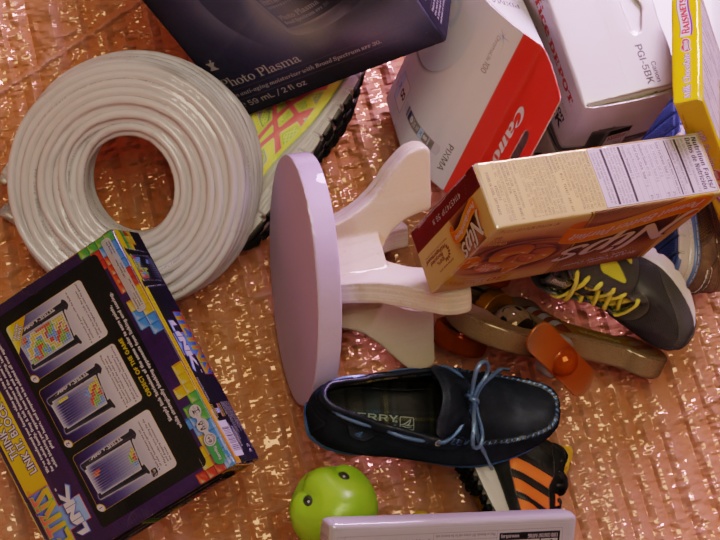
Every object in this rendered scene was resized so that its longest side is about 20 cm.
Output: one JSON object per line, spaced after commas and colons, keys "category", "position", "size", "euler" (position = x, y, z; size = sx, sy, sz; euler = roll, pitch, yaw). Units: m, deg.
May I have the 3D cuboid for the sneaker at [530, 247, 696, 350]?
{"category": "sneaker", "position": [0.180, 0.003, 1.335], "size": [0.200, 0.075, 0.085], "euler": [41, 46, -2]}

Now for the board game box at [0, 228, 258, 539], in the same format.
{"category": "board game box", "position": [-0.196, 0.097, 1.259], "size": [0.164, 0.057, 0.201], "euler": [-31, 81, 13]}

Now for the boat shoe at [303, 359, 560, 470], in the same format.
{"category": "boat shoe", "position": [0.059, 0.111, 1.259], "size": [0.197, 0.069, 0.085], "euler": [-6, 65, -12]}

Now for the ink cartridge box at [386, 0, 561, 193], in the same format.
{"category": "ink cartridge box", "position": [0.084, -0.136, 1.320], "size": [0.047, 0.161, 0.201], "euler": [12, 38, -21]}

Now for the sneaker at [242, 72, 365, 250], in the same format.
{"category": "sneaker", "position": [-0.068, -0.119, 1.378], "size": [0.090, 0.078, 0.201], "euler": [34, 71, 7]}

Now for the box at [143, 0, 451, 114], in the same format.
{"category": "box", "position": [-0.061, -0.248, 1.284], "size": [0.198, 0.199, 0.124], "euler": [-18, 43, 27]}

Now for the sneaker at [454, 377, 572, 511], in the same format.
{"category": "sneaker", "position": [0.137, 0.176, 1.309], "size": [0.089, 0.070, 0.202], "euler": [-22, 74, -11]}

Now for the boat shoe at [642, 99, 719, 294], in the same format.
{"category": "boat shoe", "position": [0.277, -0.069, 1.418], "size": [0.072, 0.072, 0.202], "euler": [15, 64, -23]}

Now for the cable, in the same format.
{"category": "cable", "position": [-0.177, -0.071, 1.310], "size": [0.199, 0.069, 0.201], "euler": [35, 102, 2]}

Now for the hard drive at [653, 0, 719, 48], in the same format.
{"category": "hard drive", "position": [0.259, -0.275, 1.501], "size": [0.130, 0.026, 0.202], "euler": [7, 71, -5]}

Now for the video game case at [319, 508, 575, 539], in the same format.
{"category": "video game case", "position": [0.058, 0.265, 1.198], "size": [0.198, 0.022, 0.185], "euler": [2, 97, -25]}

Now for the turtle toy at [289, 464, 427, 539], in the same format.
{"category": "turtle toy", "position": [0.015, 0.237, 1.256], "size": [0.145, 0.101, 0.201], "euler": [-33, 79, -17]}

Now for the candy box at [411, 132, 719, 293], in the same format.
{"category": "candy box", "position": [0.150, -0.042, 1.226], "size": [0.198, 0.115, 0.056], "euler": [-10, 71, -27]}

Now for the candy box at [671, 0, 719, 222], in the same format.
{"category": "candy box", "position": [0.275, -0.117, 1.305], "size": [0.026, 0.200, 0.103], "euler": [-9, 58, 20]}

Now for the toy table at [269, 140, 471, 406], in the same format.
{"category": "toy table", "position": [0.000, 0.000, 1.306], "size": [0.116, 0.202, 0.184], "euler": [-9, 36, -17]}

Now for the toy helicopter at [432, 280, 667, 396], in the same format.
{"category": "toy helicopter", "position": [0.161, 0.055, 1.333], "size": [0.198, 0.132, 0.080], "euler": [14, 104, -21]}

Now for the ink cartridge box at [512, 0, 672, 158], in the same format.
{"category": "ink cartridge box", "position": [0.172, -0.163, 1.359], "size": [0.082, 0.200, 0.148], "euler": [-13, 73, -12]}
